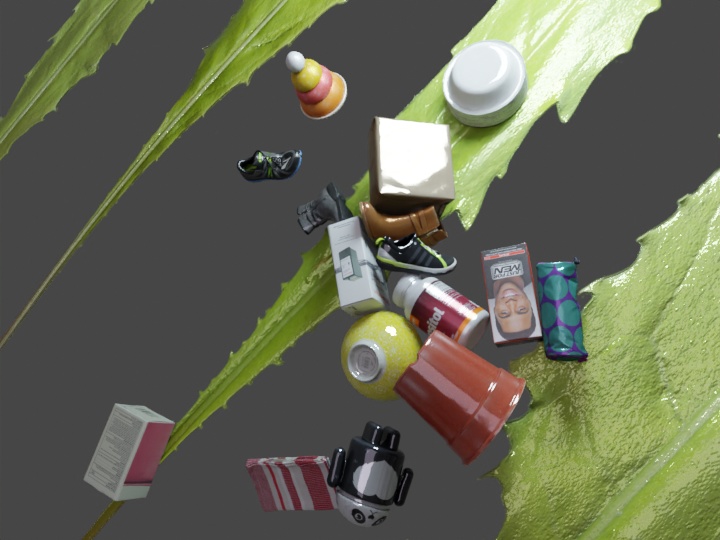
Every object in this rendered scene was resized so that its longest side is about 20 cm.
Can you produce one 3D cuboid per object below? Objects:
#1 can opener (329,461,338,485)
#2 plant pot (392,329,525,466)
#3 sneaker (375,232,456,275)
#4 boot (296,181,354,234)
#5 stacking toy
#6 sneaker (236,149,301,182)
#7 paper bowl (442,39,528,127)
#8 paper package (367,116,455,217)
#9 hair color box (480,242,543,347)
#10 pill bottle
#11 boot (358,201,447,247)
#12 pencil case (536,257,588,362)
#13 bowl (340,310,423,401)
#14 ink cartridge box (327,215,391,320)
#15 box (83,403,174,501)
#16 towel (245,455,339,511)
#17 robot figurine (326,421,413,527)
[{"bbox_3d":[-0.116,0.455,1.236,0.197,0.067,0.054,-11,70,24],"label":"can opener"},{"bbox_3d":[0.180,0.232,1.076,0.194,0.201,0.202,36,90,10],"label":"plant pot"},{"bbox_3d":[0.128,-0.040,1.227,0.072,0.197,0.084,-134,49,-64],"label":"sneaker"},{"bbox_3d":[-0.090,-0.129,1.390,0.131,0.070,0.201,-36,33,11],"label":"boot"},{"bbox_3d":[-0.133,-0.508,1.471,0.144,0.200,0.148,-7,71,20],"label":"stacking toy"},{"bbox_3d":[-0.251,-0.289,1.518,0.197,0.083,0.072,-7,71,21],"label":"sneaker"},{"bbox_3d":[0.295,-0.457,1.327,0.198,0.104,0.204,-7,71,20],"label":"paper bowl"},{"bbox_3d":[0.116,-0.240,1.294,0.187,0.104,0.203,3,70,-10],"label":"paper package"},{"bbox_3d":[0.321,0.053,1.179,0.100,0.061,0.203,-12,70,18],"label":"hair color box"},{"bbox_3d":[0.170,0.088,1.204,0.199,0.113,0.114,34,89,29],"label":"pill bottle"},{"bbox_3d":[0.097,-0.111,1.258,0.153,0.200,0.074,-25,43,19],"label":"boot"},{"bbox_3d":[0.407,0.081,1.120,0.085,0.091,0.203,-22,63,52],"label":"pencil case"},{"bbox_3d":[0.029,0.192,1.204,0.197,0.107,0.204,1,92,29],"label":"bowl"},{"bbox_3d":[0.000,0.000,1.286,0.083,0.146,0.203,-16,69,16],"label":"ink cartridge box"},{"bbox_3d":[-0.585,0.459,1.412,0.126,0.109,0.203,16,81,26],"label":"box"},{"bbox_3d":[-0.145,0.473,1.219,0.197,0.023,0.146,-9,112,18],"label":"towel"},{"bbox_3d":[0.022,0.423,1.154,0.148,0.125,0.203,13,78,25],"label":"robot figurine"}]
